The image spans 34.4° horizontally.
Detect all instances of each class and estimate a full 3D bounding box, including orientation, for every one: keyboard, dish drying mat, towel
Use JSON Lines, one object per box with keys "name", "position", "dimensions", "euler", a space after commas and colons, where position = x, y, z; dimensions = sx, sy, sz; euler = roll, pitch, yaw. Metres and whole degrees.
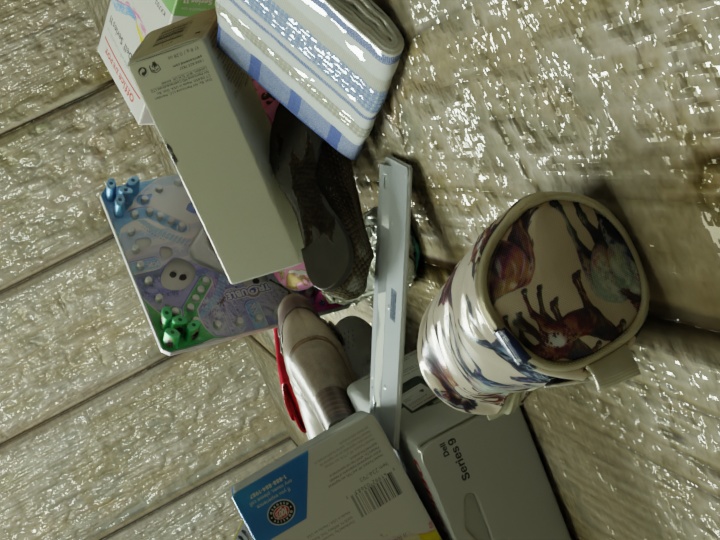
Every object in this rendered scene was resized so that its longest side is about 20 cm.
{"name": "keyboard", "position": [0.022, 0.023, 0.824], "dimensions": [0.056, 0.011, 0.203], "euler": [-147, 57, -66]}
{"name": "dish drying mat", "position": [-0.076, 0.063, 1.157], "dimensions": [0.201, 0.018, 0.077], "euler": [-101, -4, -48]}
{"name": "towel", "position": [-0.040, -0.154, 0.768], "dimensions": [0.147, 0.024, 0.200], "euler": [42, 165, 4]}

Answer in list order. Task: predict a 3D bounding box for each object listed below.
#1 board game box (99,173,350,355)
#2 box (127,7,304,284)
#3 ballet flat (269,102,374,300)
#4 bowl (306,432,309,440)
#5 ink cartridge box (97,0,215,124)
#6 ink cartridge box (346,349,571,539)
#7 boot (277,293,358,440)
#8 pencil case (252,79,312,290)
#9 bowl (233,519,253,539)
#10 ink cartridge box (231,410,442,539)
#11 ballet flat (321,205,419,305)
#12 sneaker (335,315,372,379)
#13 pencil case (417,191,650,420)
{"name": "board game box", "position": [-0.131, -0.028, 1.139], "dimensions": [0.201, 0.198, 0.026], "euler": [62, 152, 28]}
{"name": "box", "position": [-0.107, -0.097, 0.927], "dimensions": [0.082, 0.068, 0.202], "euler": [-81, -28, -61]}
{"name": "ballet flat", "position": [-0.025, -0.062, 0.885], "dimensions": [0.046, 0.067, 0.202], "euler": [23, -140, -42]}
{"name": "bowl", "position": [0.030, 0.220, 1.212], "dimensions": [0.202, 0.104, 0.201], "euler": [61, 169, 19]}
{"name": "ink cartridge box", "position": [-0.182, -0.216, 1.072], "dimensions": [0.118, 0.067, 0.201], "euler": [56, 137, 33]}
{"name": "ink cartridge box", "position": [0.074, 0.156, 0.900], "dimensions": [0.147, 0.083, 0.200], "euler": [67, 169, -13]}
{"name": "boot", "position": [-0.026, 0.120, 1.066], "dimensions": [0.201, 0.069, 0.147], "euler": [81, 169, -47]}
{"name": "pencil case", "position": [-0.067, -0.078, 1.047], "dimensions": [0.083, 0.085, 0.201], "euler": [-67, -30, -43]}
{"name": "bowl", "position": [-0.016, 0.262, 0.967], "dimensions": [0.094, 0.201, 0.201], "euler": [35, -171, -37]}
{"name": "ink cartridge box", "position": [0.004, 0.216, 0.827], "dimensions": [0.202, 0.115, 0.067], "euler": [62, 171, 1]}
{"name": "ballet flat", "position": [0.000, 0.000, 0.951], "dimensions": [0.072, 0.071, 0.200], "euler": [62, 169, 5]}
{"name": "sneaker", "position": [0.037, 0.119, 1.090], "dimensions": [0.201, 0.074, 0.087], "euler": [56, 150, 24]}
{"name": "pencil case", "position": [0.080, 0.029, 0.594], "dimensions": [0.200, 0.077, 0.091], "euler": [114, 143, -76]}
